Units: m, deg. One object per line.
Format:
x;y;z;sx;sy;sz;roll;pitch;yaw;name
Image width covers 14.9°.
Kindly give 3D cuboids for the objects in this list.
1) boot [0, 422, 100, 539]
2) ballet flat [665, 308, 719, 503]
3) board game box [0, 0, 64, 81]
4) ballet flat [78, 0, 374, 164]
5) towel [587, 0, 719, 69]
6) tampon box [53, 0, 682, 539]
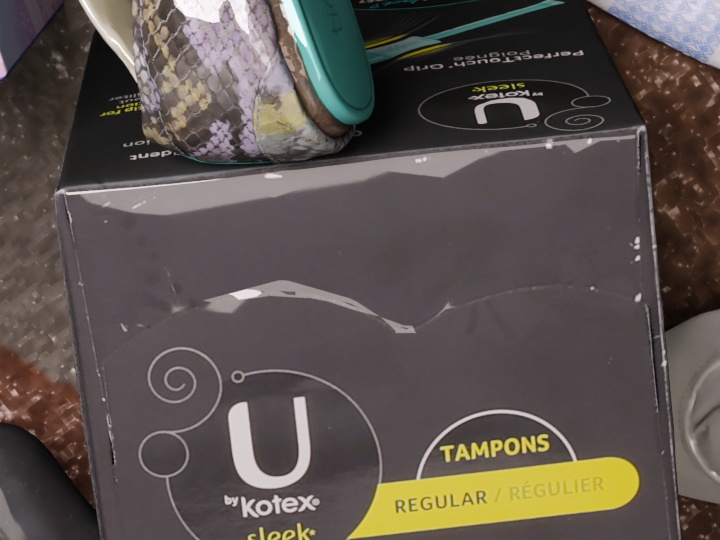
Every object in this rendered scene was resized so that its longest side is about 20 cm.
-0.015;0.097;0.866;0.200;0.066;0.165;-15;111;5;boot
0.165;0.044;0.834;0.200;0.069;0.069;-1;101;20;ballet flat
-0.189;-0.054;0.769;0.199;0.200;0.041;-17;101;2;board game box
-0.052;-0.120;0.662;0.072;0.072;0.200;-13;89;0;ballet flat
0.148;-0.126;0.857;0.200;0.024;0.147;27;99;-7;towel
0.000;0.000;0.777;0.150;0.200;0.126;-7;108;0;tampon box
